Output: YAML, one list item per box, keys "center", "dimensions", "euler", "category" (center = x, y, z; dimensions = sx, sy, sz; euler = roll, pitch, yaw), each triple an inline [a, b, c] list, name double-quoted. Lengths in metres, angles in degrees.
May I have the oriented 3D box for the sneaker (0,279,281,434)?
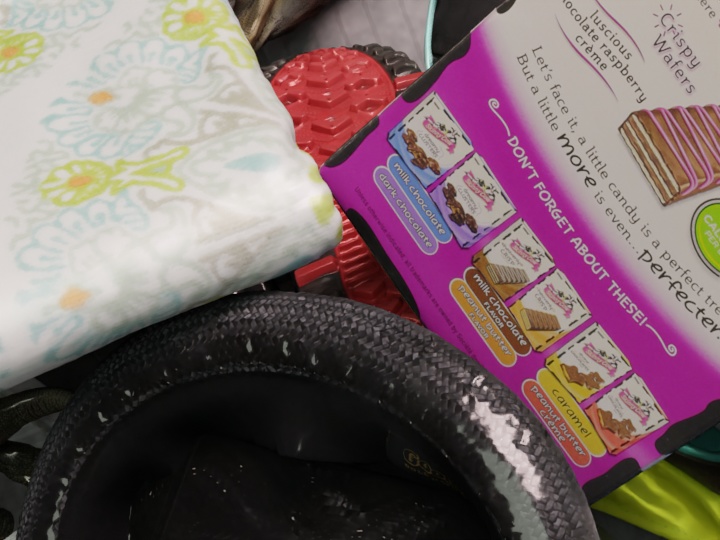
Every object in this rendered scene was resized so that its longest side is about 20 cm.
- center: [-0.099, 0.010, 0.807]
  dimensions: [0.200, 0.071, 0.099]
  euler: [36, 80, -16]
  category: "sneaker"

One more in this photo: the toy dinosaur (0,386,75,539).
- center: [-0.170, 0.073, 0.765]
  dimensions: [0.200, 0.102, 0.077]
  euler: [1, 83, 46]
  category: "toy dinosaur"

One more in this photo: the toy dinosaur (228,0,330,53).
- center: [-0.036, -0.105, 0.833]
  dimensions: [0.047, 0.088, 0.200]
  euler: [44, 93, 0]
  category: "toy dinosaur"

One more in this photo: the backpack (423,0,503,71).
- center: [0.129, -0.074, 0.744]
  dimensions: [0.200, 0.153, 0.176]
  euler: [26, 95, 15]
  category: "backpack"

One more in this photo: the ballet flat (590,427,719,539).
- center: [0.127, 0.089, 0.769]
  dimensions: [0.200, 0.067, 0.067]
  euler: [25, 108, 21]
  category: "ballet flat"

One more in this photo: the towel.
- center: [-0.115, -0.044, 0.717]
  dimensions: [0.171, 0.048, 0.200]
  euler: [-24, 45, -2]
  category: "towel"

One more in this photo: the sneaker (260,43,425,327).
- center: [0.000, 0.000, 0.797]
  dimensions: [0.079, 0.096, 0.200]
  euler: [-12, 44, -3]
  category: "sneaker"

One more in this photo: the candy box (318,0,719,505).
- center: [0.098, -0.034, 0.637]
  dimensions: [0.200, 0.061, 0.136]
  euler: [-39, 84, 41]
  category: "candy box"

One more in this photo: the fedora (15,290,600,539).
- center: [-0.007, 0.101, 0.685]
  dimensions: [0.200, 0.092, 0.201]
  euler: [-3, 82, 27]
  category: "fedora"

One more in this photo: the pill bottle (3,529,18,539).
- center: [-0.059, 0.180, 0.759]
  dimensions: [0.200, 0.120, 0.120]
  euler: [44, 92, 15]
  category: "pill bottle"
